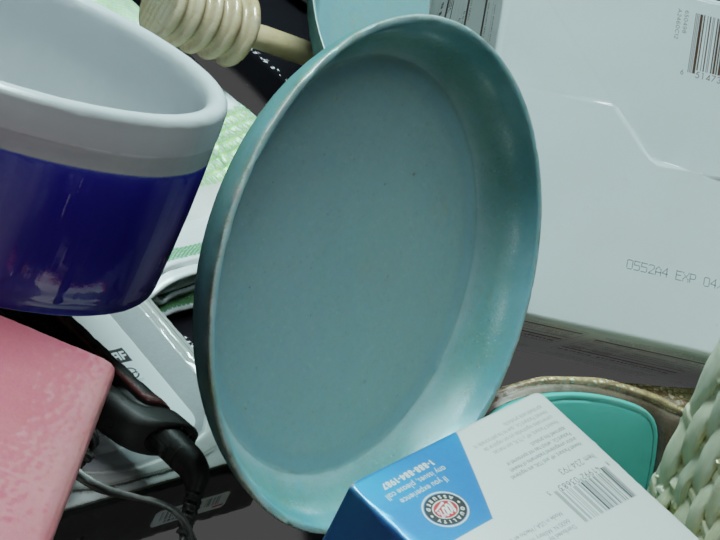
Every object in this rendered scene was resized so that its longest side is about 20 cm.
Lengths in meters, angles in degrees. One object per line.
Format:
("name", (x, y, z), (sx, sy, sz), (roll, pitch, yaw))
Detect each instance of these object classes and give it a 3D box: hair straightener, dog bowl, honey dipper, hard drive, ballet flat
("hair straightener", (-0.134, 0.037, 1.095), (0.200, 0.041, 0.077), (45, 39, 18))
("dog bowl", (-0.154, -0.061, 1.063), (0.200, 0.079, 0.200), (20, 14, -5))
("honey dipper", (-0.013, -0.097, 1.387), (0.200, 0.038, 0.038), (18, 33, -33))
("hard drive", (-0.144, 0.029, 1.157), (0.140, 0.038, 0.200), (-12, 49, -43))
("ballet flat", (0.118, 0.078, 1.254), (0.200, 0.071, 0.065), (10, 10, -27))

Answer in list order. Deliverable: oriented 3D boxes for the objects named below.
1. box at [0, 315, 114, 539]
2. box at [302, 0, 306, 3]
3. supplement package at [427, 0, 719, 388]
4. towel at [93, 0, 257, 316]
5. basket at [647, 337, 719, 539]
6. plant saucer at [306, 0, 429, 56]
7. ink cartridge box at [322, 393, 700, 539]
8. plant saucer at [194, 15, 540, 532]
("box", (-0.168, 0.111, 0.953), (0.109, 0.128, 0.200), (22, 35, -5))
("box", (-0.009, -0.279, 1.522), (0.199, 0.171, 0.200), (40, 37, 19))
("supplement package", (0.127, -0.036, 1.284), (0.200, 0.111, 0.156), (13, 80, -17))
("towel", (-0.107, -0.063, 1.305), (0.149, 0.031, 0.200), (-17, 53, -46))
("basket", (0.197, 0.098, 1.153), (0.123, 0.200, 0.136), (6, 39, -17))
("plant saucer", (0.048, -0.087, 1.393), (0.200, 0.027, 0.200), (27, 44, -28))
("ink cartridge box", (0.088, 0.145, 1.049), (0.200, 0.067, 0.116), (43, 39, 22))
("plant saucer", (0.000, 0.000, 1.111), (0.027, 0.200, 0.200), (15, 25, 36))
